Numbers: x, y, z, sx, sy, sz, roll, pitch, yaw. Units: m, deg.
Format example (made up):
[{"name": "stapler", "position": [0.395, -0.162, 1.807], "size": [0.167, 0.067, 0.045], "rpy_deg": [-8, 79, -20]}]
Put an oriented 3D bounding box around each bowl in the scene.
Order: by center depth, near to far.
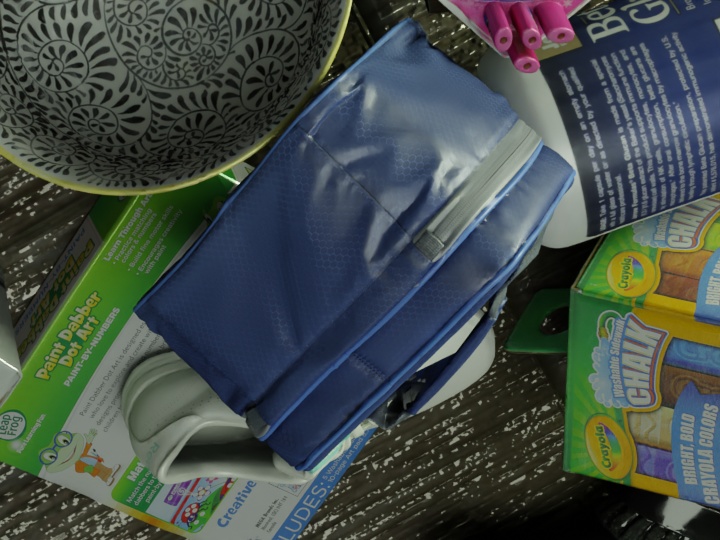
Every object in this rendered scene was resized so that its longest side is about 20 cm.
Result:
[{"name": "bowl", "position": [-0.092, -0.126, 1.071], "size": [0.199, 0.094, 0.202], "rpy_deg": [-2, 82, 10]}]

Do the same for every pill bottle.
[{"name": "pill bottle", "position": [0.125, -0.077, 1.170], "size": [0.199, 0.111, 0.112], "rpy_deg": [-19, 122, -5]}]

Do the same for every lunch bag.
[{"name": "lunch bag", "position": [0.000, 0.000, 1.076], "size": [0.132, 0.136, 0.200], "rpy_deg": [43, 125, 1]}]

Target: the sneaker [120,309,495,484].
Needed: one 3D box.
[{"name": "sneaker", "position": [-0.019, 0.072, 1.178], "size": [0.199, 0.089, 0.076], "rpy_deg": [-14, 120, -8]}]

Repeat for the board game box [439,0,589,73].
[{"name": "board game box", "position": [0.088, -0.195, 0.988], "size": [0.200, 0.026, 0.200], "rpy_deg": [-38, 135, 17]}]

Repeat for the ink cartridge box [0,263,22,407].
[{"name": "ink cartridge box", "position": [-0.241, -0.008, 1.050], "size": [0.145, 0.200, 0.083], "rpy_deg": [35, 105, -30]}]

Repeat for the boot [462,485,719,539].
[{"name": "boot", "position": [0.147, 0.142, 1.317], "size": [0.210, 0.080, 0.158], "rpy_deg": [5, 125, -31]}]

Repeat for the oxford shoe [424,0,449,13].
[{"name": "oxford shoe", "position": [0.006, -0.198, 1.092], "size": [0.084, 0.073, 0.200], "rpy_deg": [-32, 121, 10]}]

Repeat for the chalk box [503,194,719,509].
[{"name": "chalk box", "position": [0.178, 0.037, 1.218], "size": [0.199, 0.125, 0.124], "rpy_deg": [13, 128, 18]}]

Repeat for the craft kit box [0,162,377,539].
[{"name": "craft kit box", "position": [-0.078, 0.046, 1.222], "size": [0.197, 0.049, 0.200], "rpy_deg": [26, 109, -30]}]
